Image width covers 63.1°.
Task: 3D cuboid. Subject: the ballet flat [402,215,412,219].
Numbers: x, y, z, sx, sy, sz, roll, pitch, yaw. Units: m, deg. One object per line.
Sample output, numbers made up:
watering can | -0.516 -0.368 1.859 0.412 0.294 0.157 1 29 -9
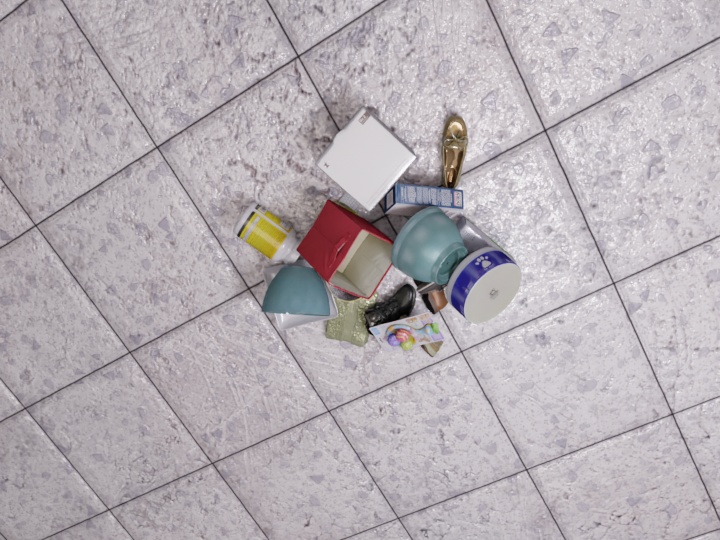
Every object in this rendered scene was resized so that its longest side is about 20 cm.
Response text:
ballet flat | 0.164 -0.158 1.681 0.199 0.067 0.064 37 100 -9

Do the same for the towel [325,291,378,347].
towel | -0.032 0.138 1.828 0.147 0.037 0.202 13 112 2

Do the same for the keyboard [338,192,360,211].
keyboard | -0.019 -0.213 1.707 0.056 0.011 0.200 38 110 -8

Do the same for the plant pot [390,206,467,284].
plant pot | 0.197 -0.047 1.552 0.134 0.199 0.201 42 115 32

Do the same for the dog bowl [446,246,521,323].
dog bowl | 0.332 0.041 1.573 0.199 0.079 0.202 -20 133 -23

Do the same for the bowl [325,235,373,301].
bowl | 0.000 0.000 1.723 0.199 0.094 0.203 -10 72 33

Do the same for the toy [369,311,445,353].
toy | 0.134 0.195 1.705 0.199 0.047 0.116 -20 122 26

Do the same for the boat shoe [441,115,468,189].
boat shoe | 0.259 -0.319 1.609 0.072 0.063 0.202 1 111 6

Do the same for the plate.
plate | -0.183 0.067 1.805 0.198 0.032 0.202 -14 98 12

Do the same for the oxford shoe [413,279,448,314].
oxford shoe | 0.204 0.028 1.757 0.071 0.071 0.201 -30 107 -13

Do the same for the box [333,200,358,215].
box | -0.085 -0.095 1.701 0.075 0.050 0.201 38 110 37

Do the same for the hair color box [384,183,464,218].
hair color box | 0.173 -0.188 1.612 0.198 0.100 0.061 4 78 -16

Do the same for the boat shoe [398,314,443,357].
boat shoe | 0.189 0.184 1.791 0.076 0.072 0.200 -44 131 -1

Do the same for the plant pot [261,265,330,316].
plant pot | -0.183 0.059 1.701 0.198 0.200 0.136 3 83 5

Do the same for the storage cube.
storage cube | -0.032 -0.055 1.585 0.199 0.180 0.172 23 105 -47

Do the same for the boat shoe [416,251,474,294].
boat shoe | 0.250 0.023 1.639 0.199 0.067 0.057 -33 100 16

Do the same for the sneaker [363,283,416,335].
sneaker | 0.085 0.123 1.766 0.200 0.114 0.076 -50 60 21

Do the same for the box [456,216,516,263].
box | 0.318 -0.022 1.698 0.199 0.097 0.177 37 109 -8

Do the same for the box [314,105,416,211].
box | 0.015 -0.306 1.595 0.200 0.131 0.199 41 105 -9

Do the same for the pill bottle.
pill bottle | -0.263 -0.100 1.721 0.199 0.113 0.113 36 110 -7
